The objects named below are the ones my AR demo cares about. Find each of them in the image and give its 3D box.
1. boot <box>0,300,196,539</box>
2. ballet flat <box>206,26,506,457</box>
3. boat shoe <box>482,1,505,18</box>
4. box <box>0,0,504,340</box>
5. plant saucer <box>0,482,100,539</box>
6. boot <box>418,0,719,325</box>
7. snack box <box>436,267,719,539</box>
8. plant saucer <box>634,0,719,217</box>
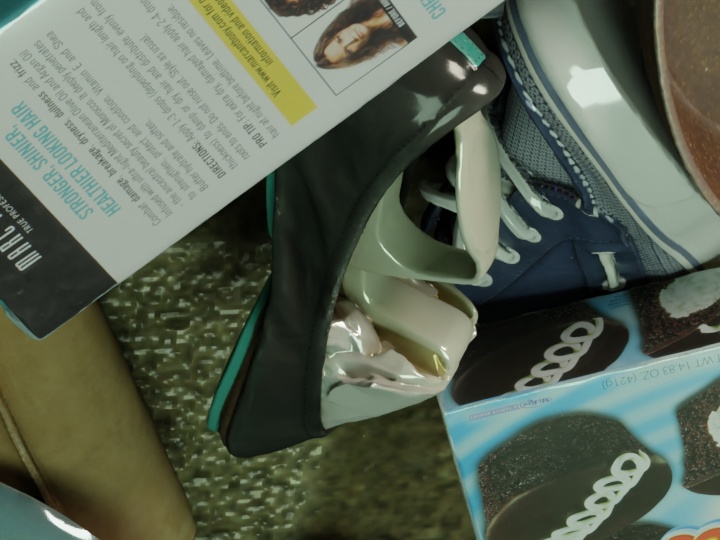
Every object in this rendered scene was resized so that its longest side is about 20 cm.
[{"bbox_3d":[-0.084,0.016,0.896,0.174,0.066,0.201,-7,133,9],"label":"boot"},{"bbox_3d":[0.000,0.000,0.820,0.068,0.068,0.200,25,144,9],"label":"ballet flat"},{"bbox_3d":[0.055,-0.150,0.781,0.071,0.070,0.201,-5,138,-23],"label":"boat shoe"},{"bbox_3d":[-0.024,-0.076,0.683,0.200,0.049,0.082,-35,132,5],"label":"box"},{"bbox_3d":[-0.146,0.133,0.955,0.199,0.027,0.201,9,136,9],"label":"plant saucer"},{"bbox_3d":[0.054,-0.024,0.851,0.090,0.073,0.200,-24,156,12],"label":"boot"},{"bbox_3d":[0.129,0.049,0.889,0.199,0.037,0.117,-14,131,3],"label":"snack box"},{"bbox_3d":[0.136,-0.105,0.803,0.200,0.037,0.201,-21,121,-38],"label":"plant saucer"}]
